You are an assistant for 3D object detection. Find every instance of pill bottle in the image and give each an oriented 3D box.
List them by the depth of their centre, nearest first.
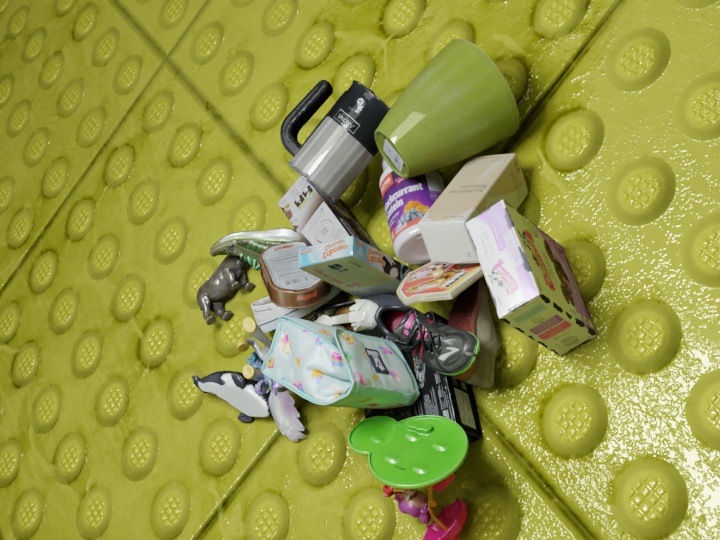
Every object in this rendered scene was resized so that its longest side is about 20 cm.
[{"bbox_3d":[0.093,-0.123,1.741,0.110,0.111,0.203,-29,55,26],"label":"pill bottle"}]

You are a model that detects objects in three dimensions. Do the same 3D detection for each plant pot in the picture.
[{"bbox_3d":[0.127,-0.246,1.669,0.199,0.188,0.187,-36,47,-13],"label":"plant pot"}]

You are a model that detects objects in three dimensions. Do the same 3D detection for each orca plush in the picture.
[{"bbox_3d":[-0.221,0.222,1.900,0.198,0.071,0.107,-4,113,44],"label":"orca plush"}]

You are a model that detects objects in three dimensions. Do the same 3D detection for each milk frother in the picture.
[{"bbox_3d":[-0.024,-0.220,1.809,0.189,0.200,0.180,-49,52,2],"label":"milk frother"}]

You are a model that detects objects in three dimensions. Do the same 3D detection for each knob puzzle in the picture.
[{"bbox_3d":[0.134,-0.005,1.631,0.217,0.031,0.220,-25,13,6],"label":"knob puzzle"}]

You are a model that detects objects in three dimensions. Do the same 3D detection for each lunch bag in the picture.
[{"bbox_3d":[-0.024,0.152,1.564,0.198,0.169,0.124,19,91,42],"label":"lunch bag"}]

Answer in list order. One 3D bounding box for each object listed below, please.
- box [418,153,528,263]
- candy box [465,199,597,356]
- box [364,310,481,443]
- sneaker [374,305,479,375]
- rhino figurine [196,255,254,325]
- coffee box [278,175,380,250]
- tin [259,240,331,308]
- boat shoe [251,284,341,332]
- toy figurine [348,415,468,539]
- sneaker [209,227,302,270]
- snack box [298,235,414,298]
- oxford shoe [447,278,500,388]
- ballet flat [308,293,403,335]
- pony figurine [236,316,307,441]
[{"bbox_3d":[0.182,-0.099,1.615,0.094,0.079,0.200,-2,35,36],"label":"box"},{"bbox_3d":[0.253,0.014,1.494,0.071,0.199,0.170,-31,55,24],"label":"candy box"},{"bbox_3d":[0.090,0.195,1.625,0.162,0.086,0.203,-28,56,27],"label":"box"},{"bbox_3d":[0.095,0.103,1.545,0.198,0.083,0.078,17,83,42],"label":"sneaker"},{"bbox_3d":[-0.252,0.010,2.000,0.201,0.060,0.087,-51,51,8],"label":"rhino figurine"},{"bbox_3d":[-0.052,-0.070,1.836,0.080,0.112,0.201,-47,49,12],"label":"coffee box"},{"bbox_3d":[-0.118,0.004,1.812,0.200,0.110,0.043,-122,26,-59],"label":"tin"},{"bbox_3d":[-0.124,0.040,1.857,0.200,0.075,0.087,-25,100,35],"label":"boat shoe"},{"bbox_3d":[0.083,0.330,1.515,0.198,0.187,0.150,11,38,38],"label":"toy figurine"},{"bbox_3d":[-0.194,-0.029,1.934,0.196,0.077,0.090,-6,83,13],"label":"sneaker"},{"bbox_3d":[0.000,0.000,1.704,0.115,0.199,0.038,-12,65,34],"label":"snack box"},{"bbox_3d":[0.185,0.099,1.610,0.070,0.074,0.202,-38,31,45],"label":"oxford shoe"},{"bbox_3d":[-0.014,0.084,1.766,0.197,0.073,0.074,-9,65,36],"label":"ballet flat"},{"bbox_3d":[-0.128,0.178,1.764,0.166,0.200,0.194,-38,67,11],"label":"pony figurine"}]
